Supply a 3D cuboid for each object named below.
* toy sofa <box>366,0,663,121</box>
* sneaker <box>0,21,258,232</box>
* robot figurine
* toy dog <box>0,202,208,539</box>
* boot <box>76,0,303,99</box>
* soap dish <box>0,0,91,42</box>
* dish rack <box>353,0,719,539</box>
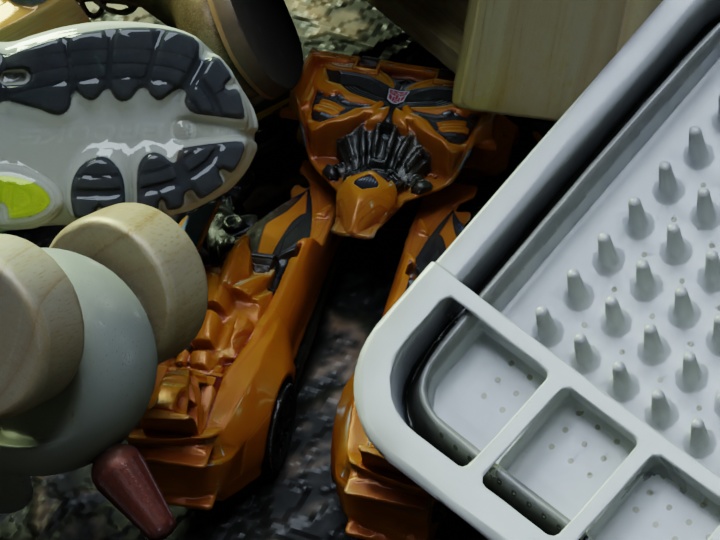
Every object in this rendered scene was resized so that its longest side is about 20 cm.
[{"bbox_3d":[0.056,-0.111,0.951,0.097,0.083,0.200,7,16,-19],"label":"toy sofa"},{"bbox_3d":[-0.132,-0.038,0.881,0.199,0.080,0.078,3,87,-5],"label":"sneaker"},{"bbox_3d":[0.000,0.000,0.912,0.144,0.058,0.201,9,47,11],"label":"robot figurine"},{"bbox_3d":[-0.121,0.053,0.829,0.132,0.200,0.097,-21,86,-37],"label":"toy dog"},{"bbox_3d":[-0.073,-0.105,0.970,0.075,0.074,0.200,-29,35,1],"label":"boot"},{"bbox_3d":[-0.198,-0.064,0.973,0.199,0.081,0.157,-30,51,-23],"label":"soap dish"},{"bbox_3d":[0.116,0.019,0.814,0.171,0.044,0.200,36,77,23],"label":"dish rack"}]
